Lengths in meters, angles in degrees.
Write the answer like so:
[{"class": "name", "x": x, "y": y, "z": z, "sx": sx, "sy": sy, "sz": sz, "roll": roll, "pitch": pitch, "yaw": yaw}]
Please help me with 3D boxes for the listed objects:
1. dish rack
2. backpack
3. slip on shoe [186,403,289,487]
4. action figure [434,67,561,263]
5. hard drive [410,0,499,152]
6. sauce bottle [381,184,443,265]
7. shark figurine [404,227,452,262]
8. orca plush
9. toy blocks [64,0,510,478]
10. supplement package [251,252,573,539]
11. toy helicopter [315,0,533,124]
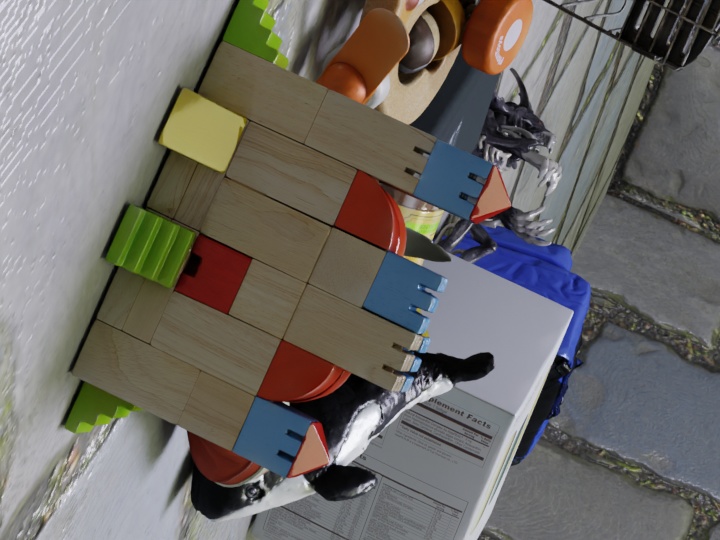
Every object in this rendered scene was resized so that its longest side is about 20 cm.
[{"class": "dish rack", "x": 0.137, "y": -0.205, "z": 1.094, "sx": 0.054, "sy": 0.199, "sz": 0.154, "roll": -8, "pitch": 125, "yaw": -54}, {"class": "backpack", "x": 0.115, "y": 0.070, "z": 1.793, "sx": 0.201, "sy": 0.162, "sz": 0.168, "roll": 104, "pitch": 11, "yaw": -47}, {"class": "slip on shoe", "x": -0.070, "y": 0.055, "z": 0.993, "sx": 0.061, "sy": 0.074, "sz": 0.200, "roll": -24, "pitch": 161, "yaw": -20}, {"class": "action figure", "x": 0.113, "y": -0.063, "z": 1.622, "sx": 0.201, "sy": 0.102, "sz": 0.119, "roll": -61, "pitch": 159, "yaw": -20}, {"class": "hard drive", "x": 0.048, "y": -0.083, "z": 1.395, "sx": 0.140, "sy": 0.033, "sz": 0.200, "roll": 105, "pitch": 13, "yaw": -46}, {"class": "sauce bottle", "x": -0.004, "y": 0.019, "z": 1.256, "sx": 0.201, "sy": 0.064, "sz": 0.065, "roll": -69, "pitch": 171, "yaw": 22}, {"class": "shark figurine", "x": 0.006, "y": -0.013, "z": 1.085, "sx": 0.214, "sy": 0.089, "sz": 0.129, "roll": 144, "pitch": -32, "yaw": -84}, {"class": "orca plush", "x": -0.013, "y": 0.074, "z": 1.179, "sx": 0.199, "sy": 0.105, "sz": 0.071, "roll": -16, "pitch": 128, "yaw": -17}, {"class": "toy blocks", "x": -0.025, "y": 0.004, "z": 0.846, "sx": 0.201, "sy": 0.136, "sz": 0.100, "roll": -65, "pitch": 172, "yaw": 0}, {"class": "supplement package", "x": 0.037, "y": 0.111, "z": 1.463, "sx": 0.152, "sy": 0.150, "sz": 0.201, "roll": -52, "pitch": 164, "yaw": -55}, {"class": "toy helicopter", "x": 0.013, "y": -0.137, "z": 0.984, "sx": 0.133, "sy": 0.079, "sz": 0.200, "roll": -53, "pitch": 157, "yaw": -19}]
